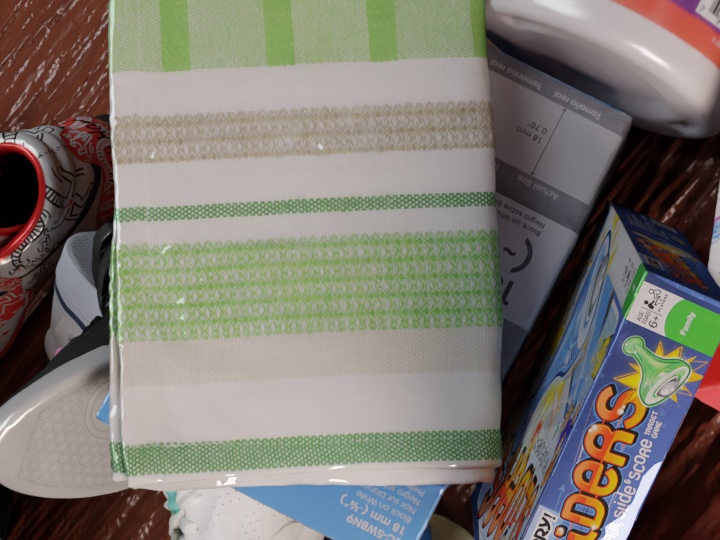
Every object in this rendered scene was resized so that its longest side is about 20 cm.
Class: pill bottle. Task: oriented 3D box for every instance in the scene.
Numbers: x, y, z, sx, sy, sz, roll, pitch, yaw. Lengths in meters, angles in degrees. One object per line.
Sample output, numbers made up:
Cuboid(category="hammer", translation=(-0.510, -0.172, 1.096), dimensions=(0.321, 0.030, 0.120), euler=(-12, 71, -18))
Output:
Cuboid(category="pill bottle", translation=(0.135, -0.162, 1.109), dimensions=(0.111, 0.111, 0.200), euler=(16, 76, 52))

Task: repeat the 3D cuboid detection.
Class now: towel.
Cuboid(category="towel", translation=(-0.022, -0.017, 1.075), dimensions=(0.031, 0.149, 0.200), euler=(90, 179, -85))

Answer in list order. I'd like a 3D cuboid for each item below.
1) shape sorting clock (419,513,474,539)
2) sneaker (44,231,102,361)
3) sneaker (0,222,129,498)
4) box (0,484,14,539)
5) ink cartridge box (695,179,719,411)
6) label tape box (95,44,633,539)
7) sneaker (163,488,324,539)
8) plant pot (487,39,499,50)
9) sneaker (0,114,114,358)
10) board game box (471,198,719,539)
Cuboid(category="shape sorting clock", translation=(-0.005, 0.192, 1.149), dimensions=(0.200, 0.039, 0.200), euler=(-40, 35, 37))
Cuboid(category="sneaker", translation=(-0.091, 0.062, 1.312), dimensions=(0.200, 0.073, 0.071), euler=(56, 139, 48))
Cuboid(category="sneaker", translation=(-0.103, 0.030, 1.235), dimensions=(0.099, 0.200, 0.071), euler=(31, 135, 36))
Cuboid(category="box", translation=(-0.274, 0.166, 1.393), dimensions=(0.124, 0.149, 0.200), euler=(-14, 60, 46))
Cuboid(category="ink cartridge box", translation=(0.188, -0.007, 1.006), dimensions=(0.116, 0.067, 0.200), euler=(-10, 64, 47))
Cuboid(category="label tape box", translation=(0.000, 0.000, 1.115), dimensions=(0.200, 0.144, 0.063), euler=(-63, -4, -4))
Cuboid(category="sneaker", translation=(-0.058, 0.103, 1.191), dimensions=(0.200, 0.088, 0.075), euler=(-62, 16, -16))
Cuboid(category="plant pot", translation=(0.007, -0.065, 1.198), dimensions=(0.093, 0.201, 0.201), euler=(69, -137, -85))
Cuboid(category="sneaker", translation=(-0.198, -0.003, 1.418), dimensions=(0.201, 0.108, 0.067), euler=(-43, 78, 24))
Cuboid(category="board game box", translation=(0.083, 0.052, 1.028), dimensions=(0.200, 0.034, 0.135), euler=(-81, 15, -82))
